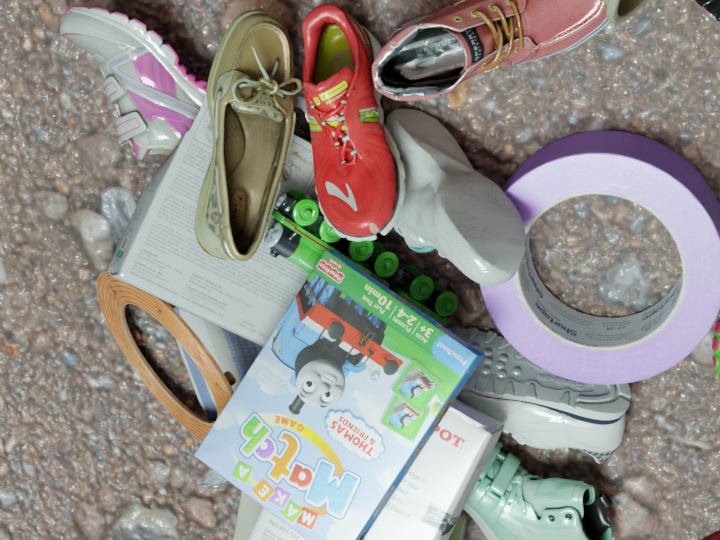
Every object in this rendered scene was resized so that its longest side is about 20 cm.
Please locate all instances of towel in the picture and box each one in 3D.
[{"bbox_3d":[-0.070,0.081,1.393,0.199,0.024,0.147,-9,112,27],"label":"towel"}]

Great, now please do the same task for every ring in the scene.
[{"bbox_3d":[-0.164,0.079,1.377,0.200,0.019,0.201,39,152,26],"label":"ring"}]

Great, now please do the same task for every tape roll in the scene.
[{"bbox_3d":[0.199,-0.010,1.275,0.199,0.066,0.201,6,112,14],"label":"tape roll"}]

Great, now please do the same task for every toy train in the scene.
[{"bbox_3d":[0.000,0.000,1.302,0.200,0.042,0.057,32,93,-29],"label":"toy train"}]

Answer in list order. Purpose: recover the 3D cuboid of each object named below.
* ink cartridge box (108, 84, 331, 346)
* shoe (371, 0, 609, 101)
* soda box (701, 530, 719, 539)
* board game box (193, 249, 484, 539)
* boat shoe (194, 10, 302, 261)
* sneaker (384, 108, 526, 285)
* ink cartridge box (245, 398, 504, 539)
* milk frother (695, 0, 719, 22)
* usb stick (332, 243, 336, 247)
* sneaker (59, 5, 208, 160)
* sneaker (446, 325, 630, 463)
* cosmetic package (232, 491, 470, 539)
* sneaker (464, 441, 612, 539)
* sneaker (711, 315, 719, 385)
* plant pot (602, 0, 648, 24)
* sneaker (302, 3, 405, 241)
[{"bbox_3d":[-0.096,-0.054,1.294,0.160,0.050,0.201,27,83,-25],"label":"ink cartridge box"},{"bbox_3d":[0.106,-0.183,1.215,0.199,0.091,0.072,-15,107,21],"label":"shoe"},{"bbox_3d":[0.383,0.228,1.317,0.200,0.070,0.064,-33,99,25],"label":"soda box"},{"bbox_3d":[-0.018,0.108,1.243,0.151,0.037,0.200,34,97,13],"label":"board game box"},{"bbox_3d":[-0.084,-0.106,1.233,0.073,0.063,0.201,5,94,-24],"label":"boat shoe"},{"bbox_3d":[0.065,-0.041,1.251,0.075,0.200,0.089,5,127,-30],"label":"sneaker"},{"bbox_3d":[0.010,0.184,1.295,0.145,0.084,0.201,28,95,14],"label":"ink cartridge box"},{"bbox_3d":[0.364,-0.203,1.120,0.188,0.181,0.200,-29,70,-10],"label":"milk frother"},{"bbox_3d":[-0.079,-0.034,1.360,0.200,0.033,0.056,36,116,-1],"label":"usb stick"},{"bbox_3d":[-0.177,-0.143,1.300,0.200,0.081,0.088,38,85,-1],"label":"sneaker"},{"bbox_3d":[0.131,0.111,1.343,0.199,0.077,0.081,19,136,14],"label":"sneaker"},{"bbox_3d":[-0.004,0.222,1.405,0.199,0.105,0.071,15,114,8],"label":"cosmetic package"},{"bbox_3d":[0.137,0.176,1.347,0.118,0.074,0.201,-27,109,40],"label":"sneaker"},{"bbox_3d":[0.343,0.011,1.248,0.083,0.077,0.201,8,117,-7],"label":"sneaker"},{"bbox_3d":[0.170,-0.312,1.105,0.183,0.200,0.201,39,117,10],"label":"plant pot"},{"bbox_3d":[-0.018,-0.119,1.229,0.077,0.085,0.201,-16,67,15],"label":"sneaker"}]
